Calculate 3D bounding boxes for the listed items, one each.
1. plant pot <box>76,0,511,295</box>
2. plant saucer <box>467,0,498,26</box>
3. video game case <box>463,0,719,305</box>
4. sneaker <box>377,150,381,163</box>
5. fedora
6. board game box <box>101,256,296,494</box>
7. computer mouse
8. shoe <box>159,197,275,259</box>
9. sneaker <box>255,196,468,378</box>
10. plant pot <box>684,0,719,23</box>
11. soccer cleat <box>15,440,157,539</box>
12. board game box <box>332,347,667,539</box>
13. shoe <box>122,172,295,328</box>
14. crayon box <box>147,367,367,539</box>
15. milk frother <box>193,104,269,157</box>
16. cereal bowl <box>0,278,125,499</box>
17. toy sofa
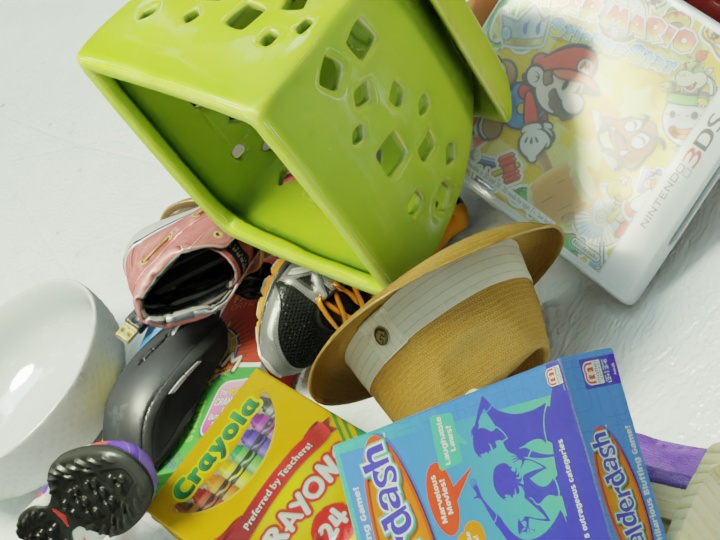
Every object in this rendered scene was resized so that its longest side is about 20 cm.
[{"bbox_3d":[-0.028,-0.125,1.079,0.199,0.199,0.182,23,69,44],"label":"plant pot"},{"bbox_3d":[0.157,-0.171,1.200,0.198,0.038,0.201,-2,41,2],"label":"plant saucer"},{"bbox_3d":[0.153,-0.108,1.099,0.200,0.023,0.183,39,104,28],"label":"video game case"},{"bbox_3d":[0.077,-0.120,1.238,0.198,0.074,0.112,11,37,15],"label":"sneaker"},{"bbox_3d":[0.063,0.052,1.056,0.200,0.200,0.082,-35,71,10],"label":"fedora"},{"bbox_3d":[-0.118,0.087,1.276,0.152,0.040,0.201,-15,43,35],"label":"board game box"},{"bbox_3d":[-0.160,0.061,1.269,0.140,0.046,0.201,7,57,47],"label":"computer mouse"},{"bbox_3d":[-0.065,-0.041,1.327,0.198,0.053,0.071,-1,93,21],"label":"shoe"},{"bbox_3d":[0.000,0.000,1.223,0.200,0.078,0.077,-50,39,-12],"label":"sneaker"},{"bbox_3d":[0.296,-0.270,1.118,0.181,0.201,0.202,-6,47,29],"label":"plant pot"},{"bbox_3d":[-0.180,0.150,1.145,0.073,0.068,0.200,-44,1,-36],"label":"soccer cleat"},{"bbox_3d":[0.075,0.143,0.894,0.199,0.045,0.154,-28,74,49],"label":"board game box"},{"bbox_3d":[-0.084,-0.025,1.232,0.199,0.072,0.091,-27,27,1],"label":"shoe"},{"bbox_3d":[-0.054,0.149,1.094,0.199,0.051,0.127,25,72,41],"label":"crayon box"},{"bbox_3d":[-0.051,-0.137,1.323,0.180,0.188,0.200,-43,34,-1],"label":"milk frother"},{"bbox_3d":[-0.269,0.109,1.368,0.199,0.083,0.201,-27,36,22],"label":"cereal bowl"},{"bbox_3d":[0.142,0.117,0.940,0.199,0.083,0.098,9,59,50],"label":"toy sofa"}]
